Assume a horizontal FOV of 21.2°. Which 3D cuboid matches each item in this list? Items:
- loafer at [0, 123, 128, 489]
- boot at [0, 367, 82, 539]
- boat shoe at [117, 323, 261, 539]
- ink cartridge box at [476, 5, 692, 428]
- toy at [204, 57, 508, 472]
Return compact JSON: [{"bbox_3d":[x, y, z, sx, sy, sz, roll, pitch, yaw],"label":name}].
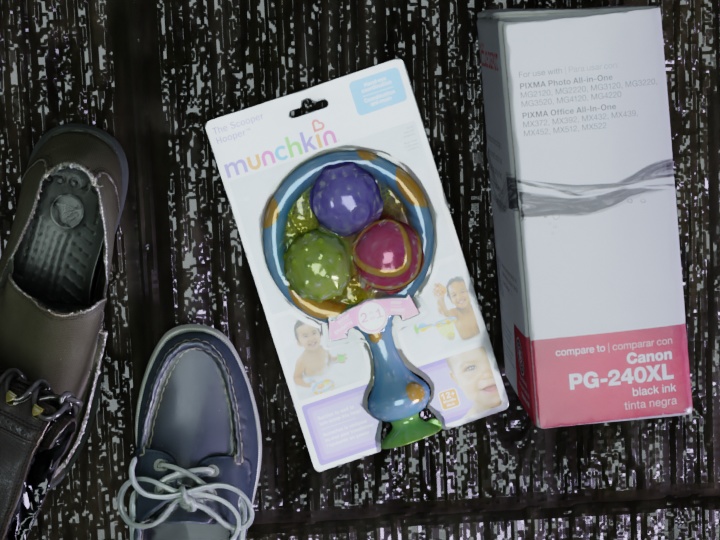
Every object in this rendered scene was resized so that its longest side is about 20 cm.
[{"bbox_3d":[-0.170,0.023,1.019,0.074,0.070,0.202,8,97,-3],"label":"loafer"},{"bbox_3d":[-0.216,0.042,0.992,0.173,0.069,0.202,22,108,20],"label":"boot"},{"bbox_3d":[-0.094,0.132,1.040,0.074,0.062,0.202,7,97,-1],"label":"boat shoe"},{"bbox_3d":[0.111,-0.035,0.982,0.082,0.145,0.202,-5,98,0],"label":"ink cartridge box"},{"bbox_3d":[0.000,0.000,1.033,0.114,0.047,0.202,-18,98,-1],"label":"toy"}]
